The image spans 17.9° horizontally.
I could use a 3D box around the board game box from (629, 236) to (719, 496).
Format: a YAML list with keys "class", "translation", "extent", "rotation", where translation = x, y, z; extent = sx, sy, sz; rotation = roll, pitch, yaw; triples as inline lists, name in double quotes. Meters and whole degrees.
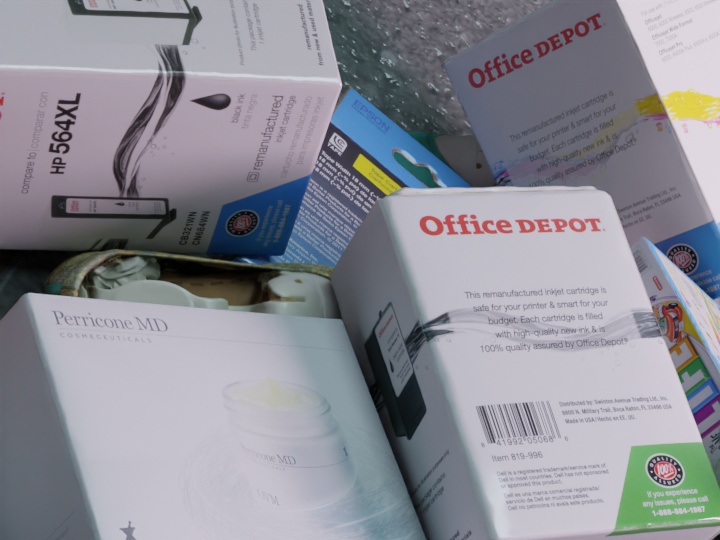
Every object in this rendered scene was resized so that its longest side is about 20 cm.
- class: "board game box"
  translation: [0.212, 0.085, 1.251]
  extent: [0.134, 0.034, 0.201]
  rotation: [38, 20, -39]

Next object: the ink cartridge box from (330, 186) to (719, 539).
- class: "ink cartridge box"
  translation: [0.083, 0.062, 1.179]
  extent: [0.146, 0.083, 0.201]
  rotation: [-1, 59, -27]

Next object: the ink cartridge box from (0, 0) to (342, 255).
- class: "ink cartridge box"
  translation: [-0.126, -0.083, 1.199]
  extent: [0.198, 0.146, 0.085]
  rotation: [0, 52, -17]

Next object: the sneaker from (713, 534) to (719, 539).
- class: "sneaker"
  translation: [0.160, 0.127, 1.259]
  extent: [0.200, 0.079, 0.075]
  rotation: [45, 6, 5]

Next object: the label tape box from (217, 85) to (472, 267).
- class: "label tape box"
  translation: [0.000, 0.000, 1.356]
  extent: [0.144, 0.063, 0.200]
  rotation: [40, 36, -7]

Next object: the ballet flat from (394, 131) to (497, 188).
- class: "ballet flat"
  translation: [0.095, -0.047, 1.483]
  extent: [0.199, 0.070, 0.067]
  rotation: [34, 25, -14]

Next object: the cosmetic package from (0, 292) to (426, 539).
- class: "cosmetic package"
  translation: [-0.082, 0.129, 1.107]
  extent: [0.198, 0.123, 0.201]
  rotation: [6, 50, -41]

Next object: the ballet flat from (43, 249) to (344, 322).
- class: "ballet flat"
  translation: [-0.069, 0.024, 1.216]
  extent: [0.198, 0.071, 0.071]
  rotation: [6, 47, -11]

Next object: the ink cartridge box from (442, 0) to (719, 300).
- class: "ink cartridge box"
  translation: [0.179, -0.082, 1.414]
  extent: [0.144, 0.147, 0.201]
  rotation: [-26, 93, -44]
